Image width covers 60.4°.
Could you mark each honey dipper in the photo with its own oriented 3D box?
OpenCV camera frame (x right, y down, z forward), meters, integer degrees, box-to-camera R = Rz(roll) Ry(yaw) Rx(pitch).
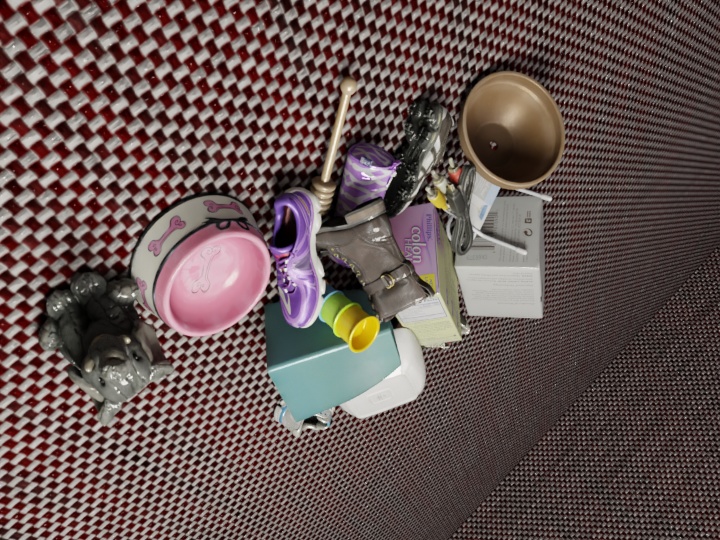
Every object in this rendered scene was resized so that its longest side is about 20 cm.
[{"bbox_3d":[-0.038,-0.176,0.891,0.037,0.038,0.204,-11,131,-42],"label":"honey dipper"}]

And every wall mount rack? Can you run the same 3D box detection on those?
[{"bbox_3d":[0.253,-0.125,1.162,0.204,0.171,0.074,-61,-170,-11],"label":"wall mount rack"}]

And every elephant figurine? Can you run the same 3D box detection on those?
[{"bbox_3d":[-0.295,0.110,0.738,0.154,0.200,0.143,16,111,-53],"label":"elephant figurine"}]

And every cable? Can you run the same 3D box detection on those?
[{"bbox_3d":[0.169,-0.114,1.080,0.097,0.050,0.201,-47,146,-12],"label":"cable"}]

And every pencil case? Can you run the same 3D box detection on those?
[{"bbox_3d":[0.002,-0.101,0.981,0.085,0.083,0.204,-66,174,-54],"label":"pencil case"}]

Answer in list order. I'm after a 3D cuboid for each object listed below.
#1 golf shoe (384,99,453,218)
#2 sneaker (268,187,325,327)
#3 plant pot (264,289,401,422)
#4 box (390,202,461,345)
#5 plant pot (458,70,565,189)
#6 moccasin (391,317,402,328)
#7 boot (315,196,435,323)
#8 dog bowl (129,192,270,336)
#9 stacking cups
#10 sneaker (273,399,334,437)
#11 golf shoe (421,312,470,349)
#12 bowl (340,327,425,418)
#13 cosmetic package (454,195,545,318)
[{"bbox_3d":[0.098,-0.176,1.029,0.093,0.078,0.204,0,123,-48],"label":"golf shoe"},{"bbox_3d":[-0.103,-0.014,0.887,0.083,0.078,0.207,-29,119,-61],"label":"sneaker"},{"bbox_3d":[-0.040,0.122,1.010,0.194,0.143,0.143,-18,131,3],"label":"plant pot"},{"bbox_3d":[0.115,0.013,1.126,0.094,0.181,0.201,-9,150,16],"label":"box"},{"bbox_3d":[0.253,-0.236,1.095,0.199,0.203,0.093,-36,-179,-18],"label":"plant pot"},{"bbox_3d":[0.089,0.106,1.274,0.077,0.074,0.204,30,99,-32],"label":"moccasin"},{"bbox_3d":[0.000,0.000,0.933,0.197,0.178,0.069,-19,-169,38],"label":"boot"},{"bbox_3d":[-0.209,0.002,0.849,0.197,0.074,0.204,-31,142,-27],"label":"dog bowl"},{"bbox_3d":[-0.052,0.046,0.954,0.059,0.199,0.062,-23,132,-29],"label":"stacking cups"},{"bbox_3d":[-0.075,0.277,1.253,0.197,0.086,0.077,-25,138,-34],"label":"sneaker"},{"bbox_3d":[0.159,0.140,1.391,0.197,0.088,0.079,-29,143,-26],"label":"golf shoe"},{"bbox_3d":[0.029,0.202,1.152,0.194,0.076,0.202,-20,144,4],"label":"bowl"},{"bbox_3d":[0.290,-0.024,1.261,0.201,0.160,0.169,60,36,-55],"label":"cosmetic package"}]
